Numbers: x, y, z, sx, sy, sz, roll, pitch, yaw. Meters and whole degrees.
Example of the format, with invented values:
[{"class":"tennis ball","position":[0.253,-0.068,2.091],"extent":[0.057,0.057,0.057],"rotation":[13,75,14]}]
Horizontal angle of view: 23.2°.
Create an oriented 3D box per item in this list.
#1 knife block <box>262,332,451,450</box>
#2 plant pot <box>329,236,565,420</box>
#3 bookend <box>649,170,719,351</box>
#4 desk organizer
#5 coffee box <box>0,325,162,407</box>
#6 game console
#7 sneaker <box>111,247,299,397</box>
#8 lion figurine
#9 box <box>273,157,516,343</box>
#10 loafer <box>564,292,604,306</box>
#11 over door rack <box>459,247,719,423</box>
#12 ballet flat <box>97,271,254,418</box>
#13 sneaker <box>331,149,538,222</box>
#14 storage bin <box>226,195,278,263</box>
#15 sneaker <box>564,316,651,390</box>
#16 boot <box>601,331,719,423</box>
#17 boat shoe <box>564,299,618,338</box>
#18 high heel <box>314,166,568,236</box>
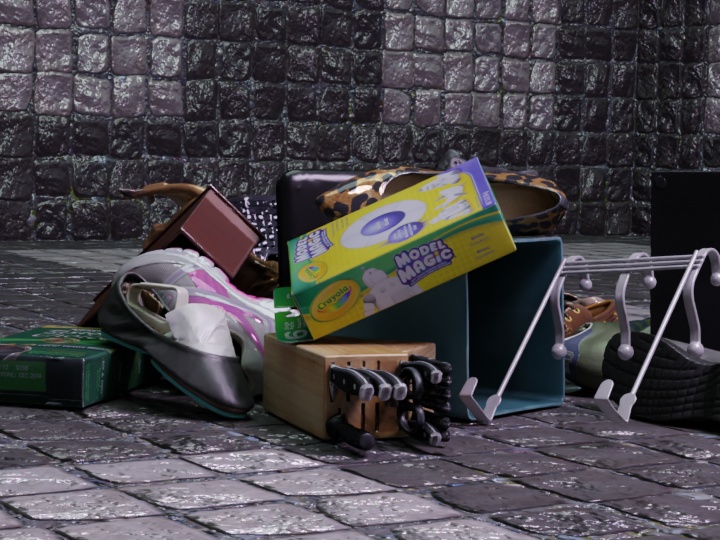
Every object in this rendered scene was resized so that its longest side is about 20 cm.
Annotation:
[{"class":"knife block","position":[-0.018,0.091,1.318],"extent":[0.198,0.065,0.175],"rotation":[3,4,24]},{"class":"plant pot","position":[0.054,0.043,1.501],"extent":[0.198,0.143,0.140],"rotation":[2,3,40]},{"class":"bookend","position":[0.342,0.010,1.604],"extent":[0.091,0.202,0.199],"rotation":[2,3,31]},{"class":"desk organizer","position":[-0.185,0.017,1.631],"extent":[0.200,0.072,0.077],"rotation":[-41,11,34]},{"class":"coffee box","position":[-0.256,0.080,1.507],"extent":[0.121,0.045,0.200],"rotation":[3,5,14]},{"class":"game console","position":[0.000,0.000,1.660],"extent":[0.198,0.178,0.116],"rotation":[0,-5,-23]},{"class":"sneaker","position":[-0.140,0.047,1.518],"extent":[0.198,0.082,0.088],"rotation":[22,32,22]},{"class":"lion figurine","position":[-0.132,-0.021,1.668],"extent":[0.122,0.200,0.073],"rotation":[-15,38,35]},{"class":"box","position":[0.017,-0.014,1.379],"extent":[0.198,0.049,0.118],"rotation":[-26,22,6]},{"class":"loafer","position":[0.235,0.052,1.921],"extent":[0.071,0.064,0.200],"rotation":[0,5,-10]},{"class":"over door rack","position":[0.190,0.061,1.398],"extent":[0.147,0.067,0.200],"rotation":[-4,33,43]},{"class":"ballet flat","position":[-0.151,0.052,1.432],"extent":[0.068,0.069,0.199],"rotation":[9,13,-46]},{"class":"sneaker","position":[0.068,-0.062,1.603],"extent":[0.198,0.106,0.060],"rotation":[12,-15,-21]},{"class":"storage bin","position":[-0.118,-0.007,1.934],"extent":[0.134,0.095,0.200],"rotation":[-1,-18,-28]},{"class":"sneaker","position":[0.238,0.071,1.630],"extent":[0.089,0.068,0.200],"rotation":[9,10,24]},{"class":"boot","position":[0.304,0.099,1.439],"extent":[0.130,0.069,0.199],"rotation":[10,2,-40]},{"class":"boat shoe","position":[0.194,0.063,1.727],"extent":[0.071,0.069,0.199],"rotation":[5,6,40]},{"class":"high heel","position":[0.072,-0.061,1.491],"extent":[0.198,0.072,0.142],"rotation":[4,-8,-25]}]
